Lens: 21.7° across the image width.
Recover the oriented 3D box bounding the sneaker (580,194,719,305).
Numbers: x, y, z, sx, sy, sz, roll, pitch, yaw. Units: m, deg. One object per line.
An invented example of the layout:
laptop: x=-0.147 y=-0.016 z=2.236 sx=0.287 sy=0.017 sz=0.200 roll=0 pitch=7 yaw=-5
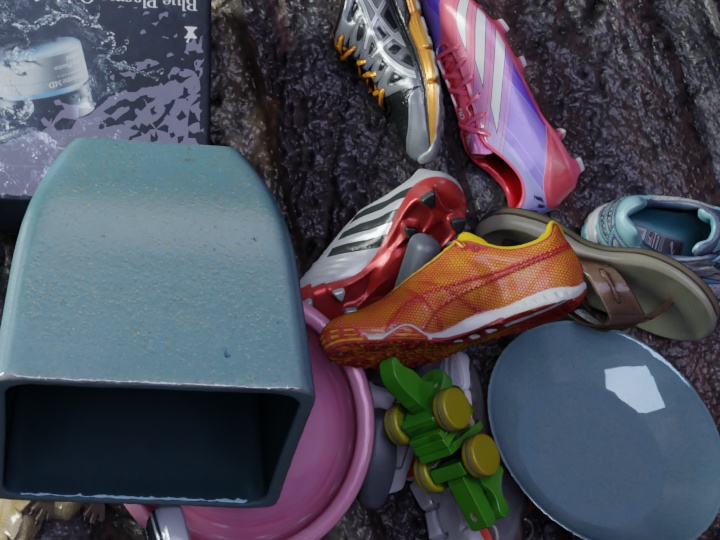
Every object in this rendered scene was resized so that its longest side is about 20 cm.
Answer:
sneaker: x=0.276 y=-0.013 z=1.469 sx=0.198 sy=0.086 sz=0.078 roll=9 pitch=74 yaw=-9

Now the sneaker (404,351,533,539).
sneaker: x=0.087 y=0.160 z=1.410 sx=0.081 sy=0.077 sz=0.202 roll=4 pitch=75 yaw=-38

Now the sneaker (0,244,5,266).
sneaker: x=-0.319 y=0.062 z=1.348 sx=0.091 sy=0.076 sz=0.200 roll=43 pitch=79 yaw=-9

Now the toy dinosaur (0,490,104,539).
toy dinosaur: x=-0.230 y=0.161 z=1.324 sx=0.058 sy=0.101 sz=0.201 roll=36 pitch=72 yaw=-37

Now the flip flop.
flip flop: x=0.178 y=0.013 z=1.441 sx=0.199 sy=0.081 sz=0.058 roll=23 pitch=52 yaw=0

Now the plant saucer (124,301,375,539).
plant saucer: x=-0.086 y=0.112 z=1.360 sx=0.199 sy=0.051 sz=0.203 roll=-1 pitch=85 yaw=7

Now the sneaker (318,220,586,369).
sneaker: x=0.060 y=0.019 z=1.330 sx=0.198 sy=0.073 sz=0.078 roll=-16 pitch=73 yaw=-17

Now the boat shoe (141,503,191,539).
boat shoe: x=-0.140 y=0.263 z=1.304 sx=0.070 sy=0.072 sz=0.202 roll=-6 pitch=98 yaw=-7

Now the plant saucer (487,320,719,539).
plant saucer: x=0.180 y=0.132 z=1.417 sx=0.199 sy=0.039 sz=0.202 roll=14 pitch=50 yaw=-16

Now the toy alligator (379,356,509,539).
toy alligator: x=0.077 y=0.137 z=1.336 sx=0.201 sy=0.059 sz=0.054 roll=58 pitch=41 yaw=-11

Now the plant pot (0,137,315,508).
plant pot: x=-0.140 y=0.027 z=1.242 sx=0.194 sy=0.196 sz=0.202 roll=3 pitch=61 yaw=-10

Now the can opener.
can opener: x=0.036 y=0.077 z=1.371 sx=0.053 sy=0.067 sz=0.202 roll=14 pitch=102 yaw=-17

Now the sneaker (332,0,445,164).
sneaker: x=0.017 y=-0.175 z=1.470 sx=0.077 sy=0.078 sz=0.202 roll=-15 pitch=76 yaw=-1

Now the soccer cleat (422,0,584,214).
soccer cleat: x=0.098 y=-0.133 z=1.475 sx=0.076 sy=0.067 sz=0.201 roll=-31 pitch=88 yaw=-19

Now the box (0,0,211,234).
box: x=-0.211 y=-0.131 z=1.386 sx=0.195 sy=0.117 sz=0.202 roll=2 pitch=77 yaw=-11

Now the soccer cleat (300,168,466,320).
soccer cleat: x=0.000 y=0.000 z=1.425 sx=0.200 sy=0.085 sz=0.069 roll=-46 pitch=110 yaw=5
